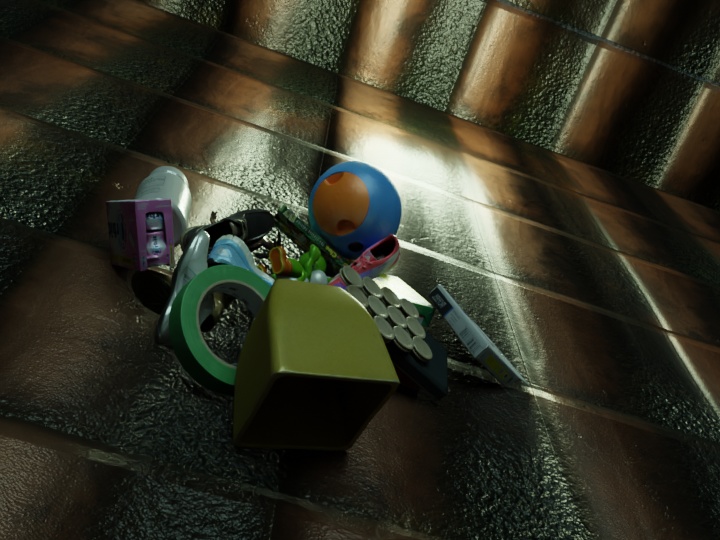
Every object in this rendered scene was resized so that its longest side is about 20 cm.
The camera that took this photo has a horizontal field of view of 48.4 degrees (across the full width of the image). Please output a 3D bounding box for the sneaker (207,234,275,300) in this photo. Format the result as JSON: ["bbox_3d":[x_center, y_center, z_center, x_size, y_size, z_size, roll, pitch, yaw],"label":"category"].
[{"bbox_3d":[-0.207,0.038,1.437,0.201,0.078,0.090,49,39,-11],"label":"sneaker"}]

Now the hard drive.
[{"bbox_3d":[0.082,0.130,1.458,0.199,0.033,0.140,41,24,-15],"label":"hard drive"}]

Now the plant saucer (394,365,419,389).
[{"bbox_3d":[0.037,0.129,1.542,0.197,0.037,0.200,22,25,2],"label":"plant saucer"}]

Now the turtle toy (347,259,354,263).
[{"bbox_3d":[0.002,-0.068,1.822,0.198,0.103,0.145,33,28,23],"label":"turtle toy"}]

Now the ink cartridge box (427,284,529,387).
[{"bbox_3d":[0.236,0.144,1.615,0.200,0.047,0.198,46,5,-44],"label":"ink cartridge box"}]

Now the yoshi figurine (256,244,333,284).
[{"bbox_3d":[-0.127,-0.001,1.580,0.111,0.114,0.199,12,-3,36],"label":"yoshi figurine"}]

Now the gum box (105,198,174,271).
[{"bbox_3d":[-0.383,-0.065,1.396,0.065,0.116,0.199,-7,7,-31],"label":"gum box"}]

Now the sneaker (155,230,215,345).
[{"bbox_3d":[-0.278,0.034,1.332,0.079,0.204,0.070,19,-18,-18],"label":"sneaker"}]

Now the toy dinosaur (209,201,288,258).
[{"bbox_3d":[-0.237,-0.061,1.649,0.198,0.087,0.136,-13,48,-42],"label":"toy dinosaur"}]

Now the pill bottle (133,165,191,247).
[{"bbox_3d":[-0.400,-0.132,1.615,0.112,0.116,0.201,14,26,-14],"label":"pill bottle"}]

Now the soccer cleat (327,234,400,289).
[{"bbox_3d":[0.000,0.000,1.578,0.199,0.074,0.068,-37,66,-21],"label":"soccer cleat"}]

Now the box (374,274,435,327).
[{"bbox_3d":[0.058,0.047,1.661,0.116,0.049,0.200,16,16,-30],"label":"box"}]

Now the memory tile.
[{"bbox_3d":[0.044,0.077,1.414,0.198,0.017,0.155,29,30,-35],"label":"memory tile"}]

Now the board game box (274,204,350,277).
[{"bbox_3d":[-0.099,-0.052,1.660,0.199,0.024,0.105,41,-15,-5],"label":"board game box"}]

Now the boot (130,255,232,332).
[{"bbox_3d":[-0.304,0.021,1.457,0.173,0.067,0.201,33,25,-5],"label":"boot"}]

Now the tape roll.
[{"bbox_3d":[-0.207,0.093,1.280,0.198,0.048,0.204,20,56,-34],"label":"tape roll"}]

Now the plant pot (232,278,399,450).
[{"bbox_3d":[-0.082,0.128,1.195,0.191,0.197,0.203,8,48,-25],"label":"plant pot"}]

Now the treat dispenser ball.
[{"bbox_3d":[-0.011,-0.126,1.675,0.197,0.204,0.202,17,25,-8],"label":"treat dispenser ball"}]

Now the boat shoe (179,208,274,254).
[{"bbox_3d":[-0.249,-0.069,1.552,0.197,0.076,0.073,-23,13,-27],"label":"boat shoe"}]
